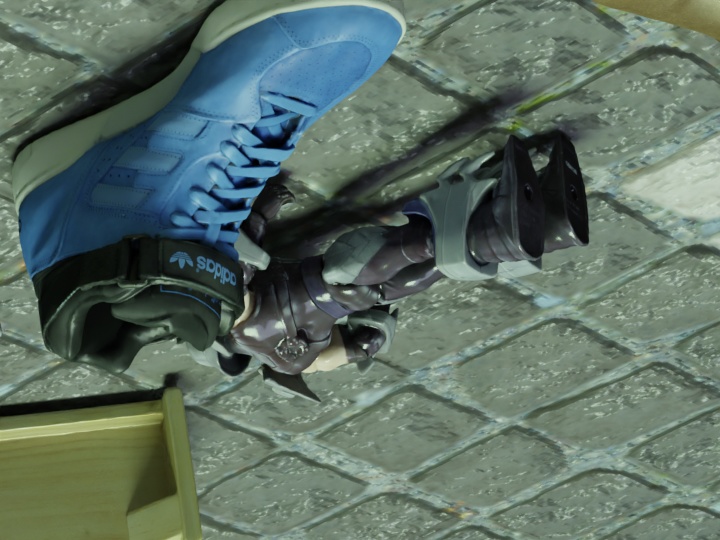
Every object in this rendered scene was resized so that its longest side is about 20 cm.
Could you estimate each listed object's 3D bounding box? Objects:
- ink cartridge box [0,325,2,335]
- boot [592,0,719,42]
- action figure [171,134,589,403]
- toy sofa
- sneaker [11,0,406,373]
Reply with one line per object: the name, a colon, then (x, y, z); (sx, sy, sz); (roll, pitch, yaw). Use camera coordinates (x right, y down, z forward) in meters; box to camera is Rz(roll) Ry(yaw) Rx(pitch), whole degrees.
ink cartridge box: (-0.284, 0.055, 1.239); (0.198, 0.044, 0.199); (-30, 163, 37)
boot: (0.170, -0.103, 1.150); (0.199, 0.076, 0.074); (5, 150, -25)
action figure: (0.000, 0.000, 1.288); (0.199, 0.070, 0.130); (-21, 157, 25)
toy sofa: (-0.177, 0.119, 1.417); (0.199, 0.083, 0.098); (-6, 156, -10)
sneaker: (-0.055, -0.030, 1.160); (0.199, 0.112, 0.077); (-28, 147, 28)
